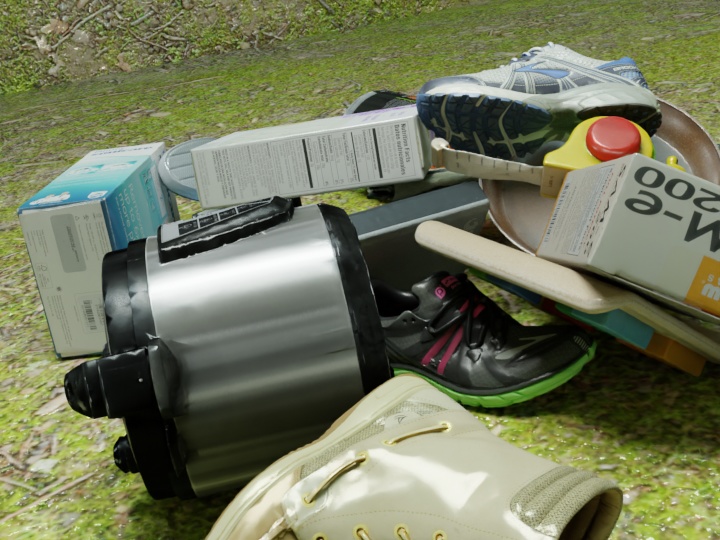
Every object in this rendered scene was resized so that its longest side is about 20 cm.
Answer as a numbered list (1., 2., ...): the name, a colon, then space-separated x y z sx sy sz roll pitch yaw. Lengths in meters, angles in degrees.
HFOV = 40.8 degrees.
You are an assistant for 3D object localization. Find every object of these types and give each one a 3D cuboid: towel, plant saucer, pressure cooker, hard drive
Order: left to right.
1. pressure cooker: -0.088 0.056 0.626 0.199 0.176 0.179 -12 47 -6
2. hard drive: 0.000 0.000 0.797 0.199 0.140 0.033 -17 61 -19
3. towel: 0.109 -0.086 0.951 0.199 0.035 0.193 -7 7 -6
4. plant saucer: 0.200 -0.073 0.812 0.199 0.032 0.201 -5 56 7

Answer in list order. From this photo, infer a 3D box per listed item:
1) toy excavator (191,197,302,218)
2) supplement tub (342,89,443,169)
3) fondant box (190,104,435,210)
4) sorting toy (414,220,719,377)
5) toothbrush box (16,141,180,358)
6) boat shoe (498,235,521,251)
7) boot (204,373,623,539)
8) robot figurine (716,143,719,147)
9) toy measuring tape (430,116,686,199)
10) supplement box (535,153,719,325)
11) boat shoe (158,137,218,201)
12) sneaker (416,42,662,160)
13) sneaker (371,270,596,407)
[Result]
1. toy excavator: -0.113 -0.036 0.998 0.194 0.100 0.200 -21 15 -31
2. supplement tub: 0.064 -0.143 1.143 0.122 0.123 0.200 -18 23 -22
3. fondant box: -0.036 -0.107 0.885 0.199 0.059 0.144 -6 13 11
4. sorting toy: 0.158 0.024 0.687 0.200 0.037 0.185 19 4 -40
5. toothbrush box: -0.238 -0.026 0.935 0.085 0.147 0.200 -6 20 6
6. boat shoe: 0.192 -0.058 0.954 0.073 0.063 0.200 7 27 34
7. boot: 0.022 0.147 0.489 0.155 0.073 0.200 23 47 39
8. robot figurine: 0.265 -0.040 0.834 0.199 0.058 0.145 -3 58 7
9. toy measuring tape: 0.159 -0.094 0.770 0.199 0.074 0.074 12 26 13
10. supplement box: 0.199 -0.017 0.641 0.126 0.074 0.200 22 3 -1
11. boat shoe: -0.135 -0.095 1.028 0.200 0.074 0.067 -7 -23 -45
12. sneaker: 0.146 -0.147 0.814 0.199 0.077 0.085 2 56 0
13. sneaker: 0.072 0.045 0.709 0.199 0.084 0.077 5 26 33
